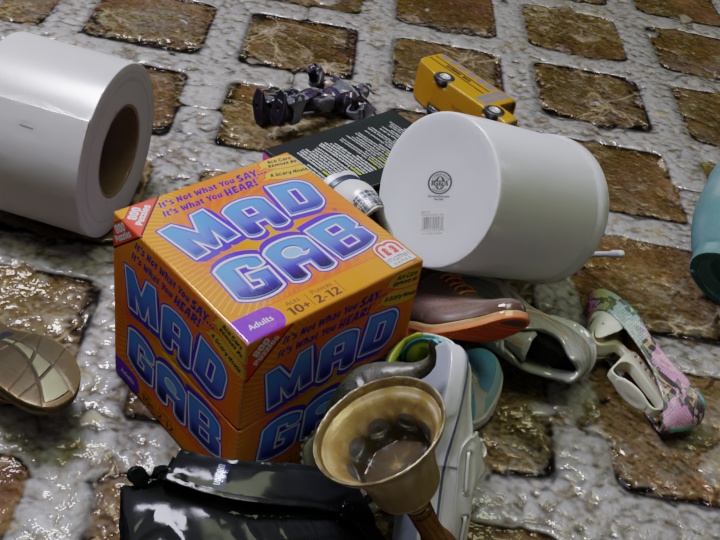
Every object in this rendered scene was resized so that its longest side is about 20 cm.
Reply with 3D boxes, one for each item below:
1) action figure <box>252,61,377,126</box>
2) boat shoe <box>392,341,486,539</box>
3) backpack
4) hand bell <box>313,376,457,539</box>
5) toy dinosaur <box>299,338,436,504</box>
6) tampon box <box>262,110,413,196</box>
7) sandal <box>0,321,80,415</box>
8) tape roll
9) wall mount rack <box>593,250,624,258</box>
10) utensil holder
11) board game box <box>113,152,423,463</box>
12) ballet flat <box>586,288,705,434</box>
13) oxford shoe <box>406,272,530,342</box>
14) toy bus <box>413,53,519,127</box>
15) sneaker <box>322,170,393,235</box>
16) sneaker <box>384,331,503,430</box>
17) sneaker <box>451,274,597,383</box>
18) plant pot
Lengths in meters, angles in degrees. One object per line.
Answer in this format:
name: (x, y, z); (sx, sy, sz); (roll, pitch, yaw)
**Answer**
action figure: (-0.054, -0.249, 1.379); (0.199, 0.070, 0.130); (-19, 39, -39)
boat shoe: (0.076, 0.164, 0.832); (0.065, 0.202, 0.074); (10, 4, -20)
backpack: (-0.081, 0.230, 0.739); (0.198, 0.127, 0.168); (-2, 54, -21)
hand bell: (0.047, 0.190, 0.751); (0.103, 0.201, 0.105); (-16, 34, 12)
toy dinosaur: (0.001, 0.133, 0.814); (0.077, 0.201, 0.102); (-16, 45, -42)
tampon box: (-0.004, -0.074, 1.104); (0.199, 0.151, 0.126); (-22, 45, -35)
sandal: (-0.336, 0.094, 0.903); (0.199, 0.054, 0.080); (18, 31, 31)
tape roll: (-0.335, -0.152, 1.079); (0.138, 0.204, 0.203); (16, 39, 4)
wall mount rack: (0.218, -0.037, 1.184); (0.198, 0.075, 0.174); (-14, 47, -27)
utensil holder: (0.142, -0.076, 1.016); (0.199, 0.171, 0.170); (6, 32, -47)
board game box: (-0.094, 0.046, 0.900); (0.199, 0.201, 0.200); (-25, 51, -36)
ballet flat: (0.294, 0.097, 1.049); (0.071, 0.069, 0.201); (-11, 48, -25)
oxford shoe: (0.092, 0.035, 0.975); (0.071, 0.074, 0.199); (12, -12, -37)
toy bus: (0.163, -0.250, 1.439); (0.078, 0.066, 0.200); (-21, 48, -36)
sneaker: (0.000, 0.000, 0.981); (0.076, 0.201, 0.080); (-29, 40, -24)
sneaker: (0.087, 0.102, 0.934); (0.079, 0.131, 0.199); (33, 42, 25)
sneaker: (0.158, 0.061, 1.025); (0.198, 0.076, 0.092); (21, 12, 13)
plant pot: (0.489, -0.028, 1.173); (0.200, 0.201, 0.134); (33, 70, 24)
